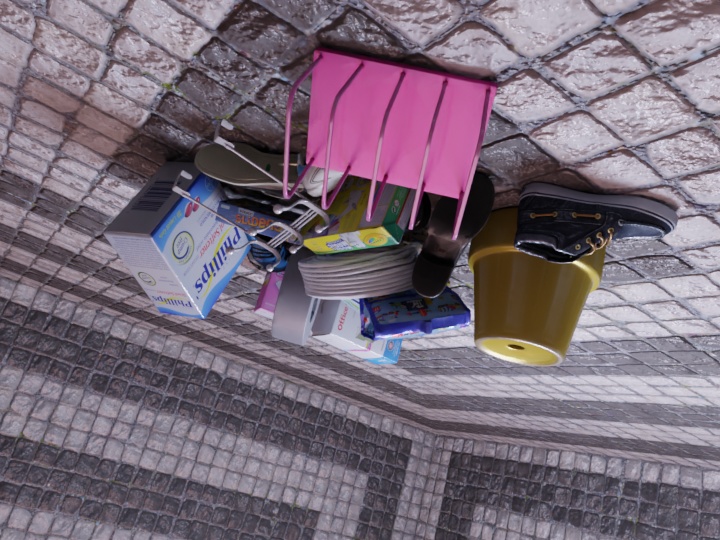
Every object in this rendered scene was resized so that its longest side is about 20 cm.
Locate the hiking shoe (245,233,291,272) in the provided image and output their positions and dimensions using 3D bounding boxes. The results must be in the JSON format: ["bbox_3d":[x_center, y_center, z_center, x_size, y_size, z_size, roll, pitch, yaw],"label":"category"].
[{"bbox_3d":[-0.183,-0.048,1.178,0.087,0.075,0.200,5,158,31],"label":"hiking shoe"}]

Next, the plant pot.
[{"bbox_3d":[0.251,0.034,0.902,0.200,0.189,0.201,15,160,5],"label":"plant pot"}]

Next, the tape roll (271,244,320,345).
[{"bbox_3d":[-0.116,0.045,1.194,0.066,0.201,0.200,15,161,2],"label":"tape roll"}]

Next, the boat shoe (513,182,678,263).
[{"bbox_3d":[0.301,-0.049,0.781,0.200,0.091,0.071,11,160,12],"label":"boat shoe"}]

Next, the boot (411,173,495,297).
[{"bbox_3d":[0.130,-0.053,0.888,0.069,0.200,0.174,29,-167,5],"label":"boot"}]

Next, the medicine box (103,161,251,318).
[{"bbox_3d":[-0.299,-0.052,1.021,0.103,0.182,0.200,6,139,24],"label":"medicine box"}]

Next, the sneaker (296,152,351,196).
[{"bbox_3d":[-0.016,-0.157,0.778,0.200,0.072,0.073,-20,99,44],"label":"sneaker"}]

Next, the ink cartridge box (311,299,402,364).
[{"bbox_3d":[0.003,0.115,1.376,0.200,0.145,0.085,27,158,-30],"label":"ink cartridge box"}]

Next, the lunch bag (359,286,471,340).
[{"bbox_3d":[0.084,0.077,0.974,0.150,0.094,0.200,-6,-172,-7],"label":"lunch bag"}]

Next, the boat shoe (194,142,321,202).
[{"bbox_3d":[-0.152,-0.142,0.903,0.199,0.072,0.068,11,156,7],"label":"boat shoe"}]

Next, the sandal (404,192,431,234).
[{"bbox_3d":[0.043,-0.074,0.925,0.048,0.076,0.200,2,175,-37],"label":"sandal"}]

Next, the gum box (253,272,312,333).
[{"bbox_3d":[-0.138,0.076,1.424,0.200,0.114,0.066,23,160,-17],"label":"gum box"}]

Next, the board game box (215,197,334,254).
[{"bbox_3d":[-0.126,-0.077,1.010,0.200,0.035,0.135,16,-169,3],"label":"board game box"}]

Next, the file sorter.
[{"bbox_3d":[0.027,-0.131,0.637,0.200,0.126,0.139,14,129,6],"label":"file sorter"}]

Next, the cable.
[{"bbox_3d":[0.000,0.000,0.989,0.199,0.069,0.200,-4,-171,14],"label":"cable"}]

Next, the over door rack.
[{"bbox_3d":[-0.162,-0.090,0.844,0.200,0.067,0.148,41,135,-18],"label":"over door rack"}]

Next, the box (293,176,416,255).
[{"bbox_3d":[-0.010,-0.085,0.878,0.200,0.118,0.048,-3,144,45],"label":"box"}]

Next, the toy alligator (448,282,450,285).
[{"bbox_3d":[0.105,0.010,1.163,0.200,0.059,0.054,29,-159,-16],"label":"toy alligator"}]

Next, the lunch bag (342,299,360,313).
[{"bbox_3d":[0.004,0.038,1.182,0.161,0.083,0.200,33,173,1],"label":"lunch bag"}]

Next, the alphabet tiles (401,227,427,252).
[{"bbox_3d":[0.036,-0.074,1.044,0.167,0.008,0.200,12,161,10],"label":"alphabet tiles"}]
